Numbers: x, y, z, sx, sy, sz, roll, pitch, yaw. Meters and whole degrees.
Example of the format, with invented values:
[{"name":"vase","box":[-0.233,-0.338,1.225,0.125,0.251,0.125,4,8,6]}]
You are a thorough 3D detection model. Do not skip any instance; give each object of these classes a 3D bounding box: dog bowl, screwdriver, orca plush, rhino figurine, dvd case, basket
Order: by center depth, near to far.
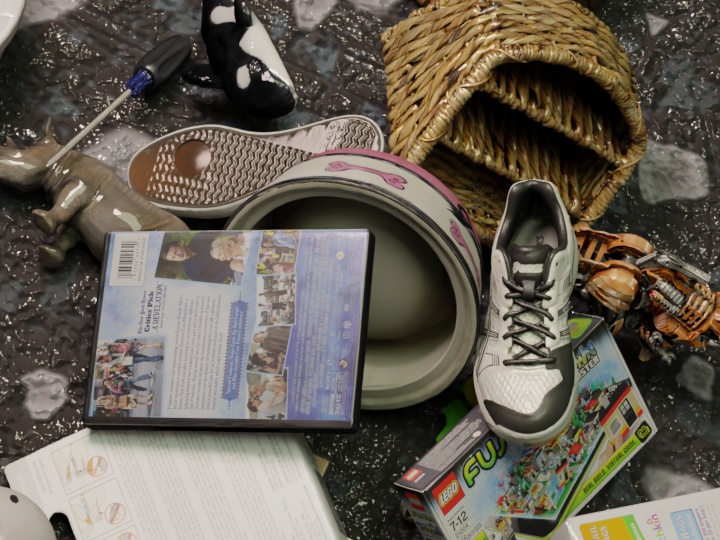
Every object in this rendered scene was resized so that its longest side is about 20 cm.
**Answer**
[{"name":"dvd case","box":[-0.091,0.041,1.549,0.199,0.018,0.143,0,72,16]},{"name":"dog bowl","box":[0.000,0.000,1.618,0.199,0.201,0.074,27,40,1]},{"name":"rhino figurine","box":[-0.204,-0.045,1.659,0.200,0.060,0.087,39,53,11]},{"name":"basket","box":[0.127,-0.111,1.692,0.200,0.142,0.150,27,49,-42]},{"name":"screwdriver","box":[-0.181,-0.128,1.697,0.028,0.029,0.200,66,33,-22]},{"name":"orca plush","box":[-0.112,-0.177,1.731,0.071,0.105,0.200,-23,57,-5]}]

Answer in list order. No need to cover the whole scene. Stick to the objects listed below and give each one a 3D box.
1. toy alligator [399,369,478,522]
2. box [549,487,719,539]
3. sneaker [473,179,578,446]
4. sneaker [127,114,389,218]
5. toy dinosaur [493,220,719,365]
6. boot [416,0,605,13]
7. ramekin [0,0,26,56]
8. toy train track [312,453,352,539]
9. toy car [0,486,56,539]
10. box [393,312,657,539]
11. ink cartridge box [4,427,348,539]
[{"name":"toy alligator","box":[0.088,0.103,1.660,0.200,0.059,0.054,-43,42,-13]},{"name":"box","box":[0.236,0.227,1.597,0.199,0.101,0.113,-8,64,-19]},{"name":"sneaker","box":[0.114,0.025,1.574,0.075,0.088,0.201,-3,54,8]},{"name":"sneaker","box":[-0.075,-0.066,1.708,0.199,0.085,0.073,-4,69,8]},{"name":"toy dinosaur","box":[0.200,0.011,1.688,0.102,0.136,0.200,-38,76,-28]},{"name":"boot","box":[0.130,-0.262,1.868,0.155,0.077,0.200,36,66,12]},{"name":"ramekin","box":[-0.353,-0.200,1.686,0.201,0.094,0.203,7,60,-11]},{"name":"toy train track","box":[-0.095,0.167,1.589,0.199,0.033,0.115,24,65,6]},{"name":"toy car","box":[-0.241,0.198,1.462,0.184,0.177,0.200,-16,53,-9]},{"name":"box","box":[0.122,0.135,1.615,0.200,0.035,0.110,-42,119,-25]},{"name":"ink cartridge box","box":[-0.126,0.166,1.555,0.199,0.057,0.163,-27,68,7]}]
